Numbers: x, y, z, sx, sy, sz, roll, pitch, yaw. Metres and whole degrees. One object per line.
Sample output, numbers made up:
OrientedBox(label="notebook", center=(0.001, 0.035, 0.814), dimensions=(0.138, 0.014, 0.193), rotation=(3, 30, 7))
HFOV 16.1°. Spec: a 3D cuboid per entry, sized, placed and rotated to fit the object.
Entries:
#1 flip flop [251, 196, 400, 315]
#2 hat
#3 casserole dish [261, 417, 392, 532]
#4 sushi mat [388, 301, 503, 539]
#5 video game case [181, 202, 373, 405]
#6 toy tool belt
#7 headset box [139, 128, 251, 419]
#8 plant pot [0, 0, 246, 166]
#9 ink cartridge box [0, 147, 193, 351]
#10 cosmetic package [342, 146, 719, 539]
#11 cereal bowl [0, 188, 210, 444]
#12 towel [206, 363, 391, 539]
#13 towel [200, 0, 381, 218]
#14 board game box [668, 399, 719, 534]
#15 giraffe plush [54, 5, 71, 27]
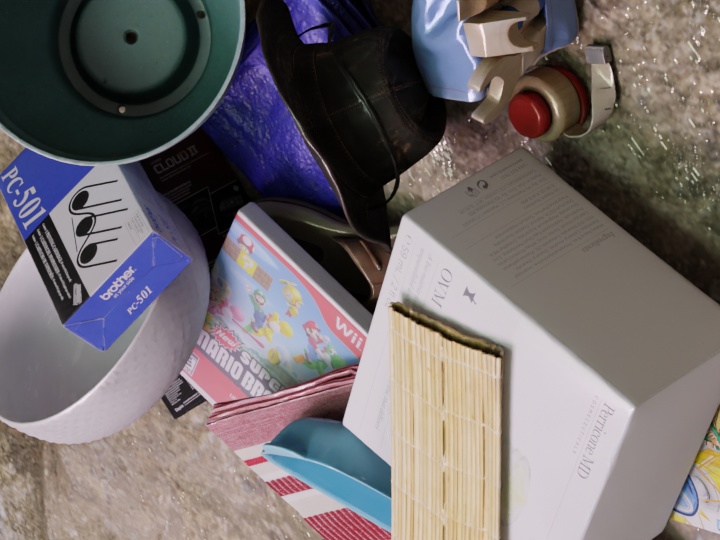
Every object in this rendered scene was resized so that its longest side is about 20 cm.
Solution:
OrientedBox(label="flip flop", center=(0.000, 0.000, 1.786), dimensions=(0.200, 0.058, 0.081), rotation=(16, 125, 14))
OrientedBox(label="hat", center=(0.008, -0.109, 1.621), dimensions=(0.081, 0.201, 0.201), rotation=(-27, 94, 10))
OrientedBox(label="casserole dish", center=(0.023, 0.152, 1.762), dimensions=(0.200, 0.039, 0.121), rotation=(31, 165, -26))
OrientedBox(label="sushi mat", center=(0.054, 0.118, 1.612), dimensions=(0.096, 0.012, 0.200), rotation=(26, 132, 35))
OrientedBox(label="video game case", center=(-0.060, 0.058, 1.832), dimensions=(0.143, 0.017, 0.200), rotation=(44, 142, 13))
OrientedBox(label="toy tool belt", center=(0.071, -0.157, 1.576), dimensions=(0.125, 0.123, 0.200), rotation=(9, 121, 45))
OrientedBox(label="headset box", center=(-0.138, -0.006, 1.951), dimensions=(0.200, 0.077, 0.149), rotation=(58, 142, 4))
OrientedBox(label="plant pot", center=(-0.170, -0.168, 1.774), dimensions=(0.200, 0.200, 0.134), rotation=(56, -176, 4))
OrientedBox(label="ink cartridge box", center=(-0.192, -0.038, 1.812), dimensions=(0.044, 0.094, 0.200), rotation=(37, -168, -37))
OrientedBox(label="cosmetic package", center=(0.113, 0.070, 1.626), dimensions=(0.200, 0.123, 0.199), rotation=(39, 138, 23))
OrientedBox(label="cereal bowl", center=(-0.180, 0.040, 1.845), dimensions=(0.083, 0.200, 0.200), rotation=(34, 157, -35))
OrientedBox(label="towel", center=(0.002, 0.141, 1.830), dimensions=(0.144, 0.023, 0.200), rotation=(-16, 135, 29))
OrientedBox(label="towel", center=(-0.039, -0.120, 1.785), dimensions=(0.148, 0.050, 0.200), rotation=(52, 142, 11))
OrientedBox(label="board game box", center=(0.179, 0.092, 1.694), dimensions=(0.200, 0.034, 0.135), rotation=(13, 123, 44))
OrientedBox(label="giraffe plush", center=(-0.265, -0.195, 1.924), dimensions=(0.162, 0.173, 0.200), rotation=(0, 105, 25))
